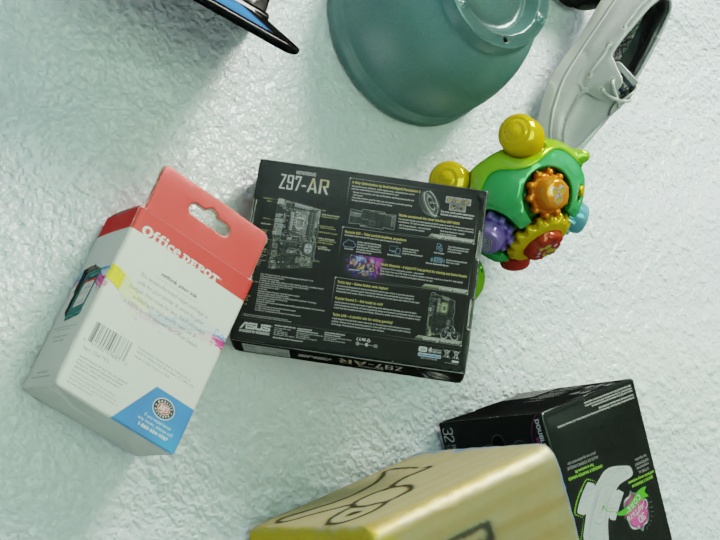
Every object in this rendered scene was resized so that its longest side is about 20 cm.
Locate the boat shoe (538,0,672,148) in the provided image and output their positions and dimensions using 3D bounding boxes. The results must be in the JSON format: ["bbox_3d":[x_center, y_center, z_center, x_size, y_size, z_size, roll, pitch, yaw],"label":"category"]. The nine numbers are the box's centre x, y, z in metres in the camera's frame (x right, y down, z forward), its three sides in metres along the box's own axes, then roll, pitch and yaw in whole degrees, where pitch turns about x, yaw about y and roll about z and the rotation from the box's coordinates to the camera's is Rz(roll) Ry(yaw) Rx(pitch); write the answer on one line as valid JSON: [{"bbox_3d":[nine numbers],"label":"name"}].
[{"bbox_3d":[0.247,-0.194,1.483,0.072,0.068,0.201,42,77,-39],"label":"boat shoe"}]

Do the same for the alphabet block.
[{"bbox_3d":[0.056,0.268,1.225,0.199,0.195,0.198,-18,91,-35],"label":"alphabet block"}]

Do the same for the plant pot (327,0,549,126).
[{"bbox_3d":[0.088,-0.246,1.366,0.199,0.134,0.202,7,78,-34],"label":"plant pot"}]

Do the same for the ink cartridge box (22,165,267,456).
[{"bbox_3d":[-0.167,0.032,1.182,0.116,0.067,0.201,35,64,-26],"label":"ink cartridge box"}]

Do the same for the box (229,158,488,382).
[{"bbox_3d":[0.000,0.000,1.256,0.198,0.044,0.162,7,75,2],"label":"box"}]

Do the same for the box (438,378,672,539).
[{"bbox_3d":[0.181,0.215,1.345,0.124,0.148,0.202,-14,90,-37],"label":"box"}]

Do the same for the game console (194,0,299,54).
[{"bbox_3d":[-0.133,-0.283,1.228,0.199,0.116,0.177,27,68,-29],"label":"game console"}]

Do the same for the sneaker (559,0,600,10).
[{"bbox_3d":[0.180,-0.330,1.492,0.199,0.075,0.080,21,61,-40],"label":"sneaker"}]

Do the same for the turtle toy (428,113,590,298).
[{"bbox_3d":[0.127,-0.046,1.351,0.102,0.199,0.146,62,15,24],"label":"turtle toy"}]
